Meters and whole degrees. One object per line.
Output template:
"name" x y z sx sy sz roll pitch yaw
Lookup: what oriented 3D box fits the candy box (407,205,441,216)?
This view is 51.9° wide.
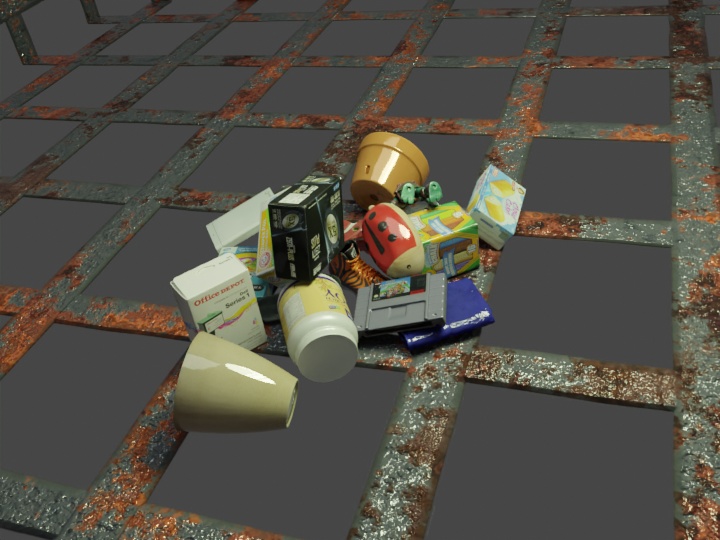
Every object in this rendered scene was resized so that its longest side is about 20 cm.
"candy box" 0.133 -0.106 1.853 0.198 0.027 0.102 -17 35 -11

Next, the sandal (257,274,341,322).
"sandal" -0.133 0.066 1.640 0.199 0.076 0.048 -21 -6 -5

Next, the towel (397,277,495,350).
"towel" 0.167 0.095 1.568 0.198 0.050 0.148 -17 41 -8

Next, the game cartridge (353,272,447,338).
"game cartridge" 0.082 0.071 1.546 0.198 0.039 0.131 -11 48 19

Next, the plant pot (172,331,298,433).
"plant pot" -0.222 0.228 1.383 0.198 0.189 0.188 12 39 4

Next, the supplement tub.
"supplement tub" -0.086 0.115 1.509 0.144 0.146 0.201 -14 37 -7

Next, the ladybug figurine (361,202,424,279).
"ladybug figurine" 0.062 -0.062 1.617 0.071 0.136 0.201 -9 55 -41

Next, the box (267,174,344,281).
"box" -0.109 -0.093 1.559 0.085 0.165 0.200 6 25 19

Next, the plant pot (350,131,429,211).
"plant pot" 0.061 -0.238 1.922 0.198 0.201 0.141 13 58 27

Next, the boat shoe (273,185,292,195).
"boat shoe" -0.145 -0.189 1.982 0.198 0.072 0.068 13 46 29

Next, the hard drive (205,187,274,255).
"hard drive" -0.301 -0.131 1.934 0.199 0.027 0.132 -31 39 -4

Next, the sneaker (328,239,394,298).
"sneaker" 0.000 0.000 1.669 0.199 0.113 0.078 17 44 31

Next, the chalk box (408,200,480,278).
"chalk box" 0.158 -0.055 1.699 0.198 0.125 0.125 -19 37 -14

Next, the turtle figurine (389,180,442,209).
"turtle figurine" 0.118 -0.165 1.772 0.149 0.101 0.200 -24 -3 -13

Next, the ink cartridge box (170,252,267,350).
"ink cartridge box" -0.291 0.087 1.542 0.144 0.201 0.084 -28 40 -24

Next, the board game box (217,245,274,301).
"board game box" -0.278 0.018 1.758 0.149 0.047 0.201 -3 37 9

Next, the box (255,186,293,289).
"box" -0.165 -0.073 1.716 0.112 0.101 0.202 -21 57 36

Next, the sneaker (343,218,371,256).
"sneaker" -0.018 -0.064 1.765 0.198 0.116 0.079 -1 56 19

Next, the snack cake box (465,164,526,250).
"snack cake box" 0.326 -0.155 1.801 0.114 0.067 0.201 33 43 -5
